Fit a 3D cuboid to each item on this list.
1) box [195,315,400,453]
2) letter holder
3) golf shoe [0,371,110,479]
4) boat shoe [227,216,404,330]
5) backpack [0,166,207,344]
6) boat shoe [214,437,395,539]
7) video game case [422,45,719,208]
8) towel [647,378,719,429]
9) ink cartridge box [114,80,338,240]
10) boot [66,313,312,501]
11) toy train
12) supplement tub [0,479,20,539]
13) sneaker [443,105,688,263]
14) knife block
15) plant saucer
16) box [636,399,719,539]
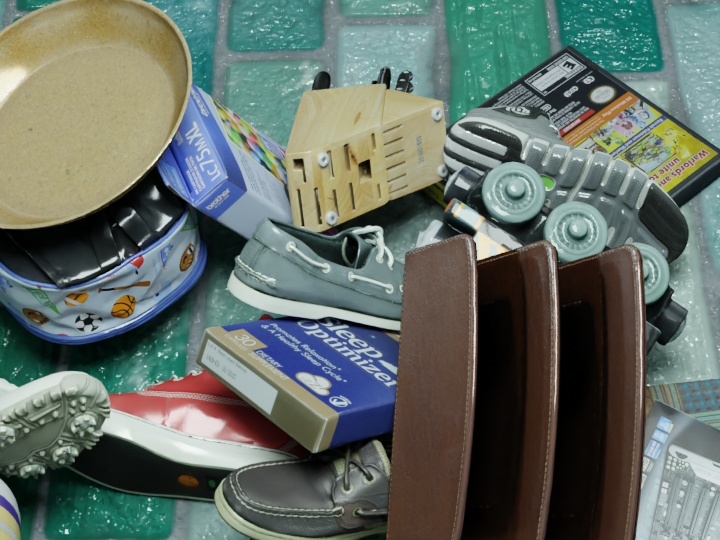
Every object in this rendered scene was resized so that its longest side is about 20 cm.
[{"bbox_3d":[-0.001,0.069,1.046,0.121,0.033,0.200,33,24,34],"label":"box"},{"bbox_3d":[0.098,0.081,0.943,0.100,0.142,0.201,11,75,-28],"label":"letter holder"},{"bbox_3d":[-0.248,0.098,1.019,0.200,0.078,0.098,-30,51,29],"label":"golf shoe"},{"bbox_3d":[0.000,0.000,1.087,0.199,0.062,0.073,6,20,-36],"label":"boat shoe"},{"bbox_3d":[-0.213,-0.034,1.136,0.200,0.154,0.190,-35,49,-16],"label":"backpack"},{"bbox_3d":[0.001,0.139,1.000,0.199,0.065,0.073,2,37,-30],"label":"boat shoe"},{"bbox_3d":[0.167,-0.086,1.241,0.200,0.026,0.181,-35,58,-24],"label":"video game case"},{"bbox_3d":[0.218,0.164,1.043,0.146,0.022,0.201,-5,50,-1],"label":"towel"},{"bbox_3d":[-0.093,-0.074,1.141,0.042,0.200,0.120,-40,53,16],"label":"ink cartridge box"},{"bbox_3d":[-0.125,0.087,1.090,0.199,0.073,0.145,10,52,0],"label":"boot"},{"bbox_3d":[0.132,0.009,1.082,0.200,0.085,0.114,34,76,7],"label":"toy train"},{"bbox_3d":[-0.279,0.230,0.931,0.145,0.146,0.201,-10,51,-5],"label":"supplement tub"},{"bbox_3d":[0.165,-0.080,1.177,0.199,0.075,0.116,27,26,-1],"label":"sneaker"},{"bbox_3d":[-0.024,-0.105,1.194,0.200,0.064,0.175,-25,29,-35],"label":"knife block"},{"bbox_3d":[-0.205,-0.106,1.066,0.199,0.035,0.201,-9,57,14],"label":"plant saucer"},{"bbox_3d":[0.216,0.204,0.960,0.157,0.050,0.200,26,64,16],"label":"box"}]
